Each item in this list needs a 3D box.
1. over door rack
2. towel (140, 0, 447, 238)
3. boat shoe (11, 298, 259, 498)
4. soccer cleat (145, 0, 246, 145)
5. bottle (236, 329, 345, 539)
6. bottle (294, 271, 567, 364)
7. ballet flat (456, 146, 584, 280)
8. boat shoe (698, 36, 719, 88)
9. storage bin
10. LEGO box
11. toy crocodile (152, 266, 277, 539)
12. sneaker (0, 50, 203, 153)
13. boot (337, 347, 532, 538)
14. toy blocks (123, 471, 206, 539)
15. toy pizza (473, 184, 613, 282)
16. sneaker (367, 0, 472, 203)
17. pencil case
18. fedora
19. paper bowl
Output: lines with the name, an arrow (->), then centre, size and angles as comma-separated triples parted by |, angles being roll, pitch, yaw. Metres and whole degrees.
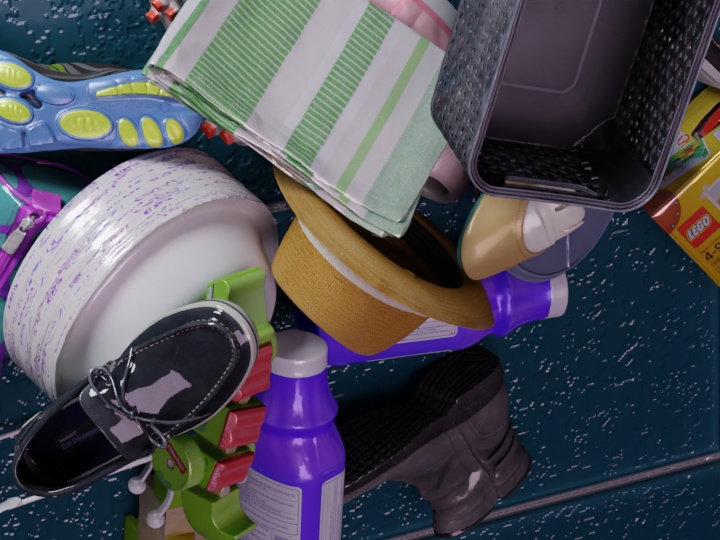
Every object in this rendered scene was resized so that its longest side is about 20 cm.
over door rack -> -0.191, 0.135, 1.524 | 0.200, 0.148, 0.067 | -8, 108, -16
towel -> -0.028, -0.129, 1.386 | 0.200, 0.023, 0.153 | 34, 60, -11
boat shoe -> -0.148, 0.088, 1.358 | 0.200, 0.062, 0.075 | -32, 99, 21
soccer cleat -> -0.101, -0.178, 1.436 | 0.078, 0.069, 0.200 | -36, 124, -21
bottle -> -0.052, 0.141, 1.536 | 0.065, 0.083, 0.200 | -23, 126, -42
bottle -> 0.054, 0.022, 1.576 | 0.200, 0.084, 0.065 | -6, 122, -15
ballet flat -> 0.142, -0.064, 1.471 | 0.200, 0.063, 0.069 | -50, 138, -30
boat shoe -> 0.217, -0.195, 1.530 | 0.200, 0.074, 0.060 | 30, 88, -35
storage bin -> 0.139, -0.150, 1.341 | 0.135, 0.094, 0.200 | 7, 116, -19
LEGO box -> 0.323, -0.084, 1.622 | 0.200, 0.077, 0.149 | -44, 123, 8
toy crocodile -> -0.090, 0.092, 1.413 | 0.067, 0.062, 0.200 | -15, 124, -47
sneaker -> -0.207, -0.109, 1.425 | 0.199, 0.083, 0.071 | 4, 88, -6
boot -> 0.050, 0.163, 1.650 | 0.200, 0.070, 0.132 | -30, 125, -19
toy blocks -> -0.104, 0.226, 1.650 | 0.136, 0.100, 0.200 | -8, 119, -28
toy pizza -> 0.138, -0.091, 1.536 | 0.200, 0.032, 0.201 | -22, 118, -48
sneaker -> 0.032, -0.127, 1.479 | 0.200, 0.075, 0.105 | 49, 64, -36
pencil case -> -0.262, 0.013, 1.462 | 0.085, 0.092, 0.200 | 28, 108, -10
fedora -> 0.000, 0.000, 1.445 | 0.200, 0.201, 0.082 | 30, 109, -30
paper bowl -> -0.139, 0.023, 1.455 | 0.201, 0.104, 0.201 | -37, 154, -22
